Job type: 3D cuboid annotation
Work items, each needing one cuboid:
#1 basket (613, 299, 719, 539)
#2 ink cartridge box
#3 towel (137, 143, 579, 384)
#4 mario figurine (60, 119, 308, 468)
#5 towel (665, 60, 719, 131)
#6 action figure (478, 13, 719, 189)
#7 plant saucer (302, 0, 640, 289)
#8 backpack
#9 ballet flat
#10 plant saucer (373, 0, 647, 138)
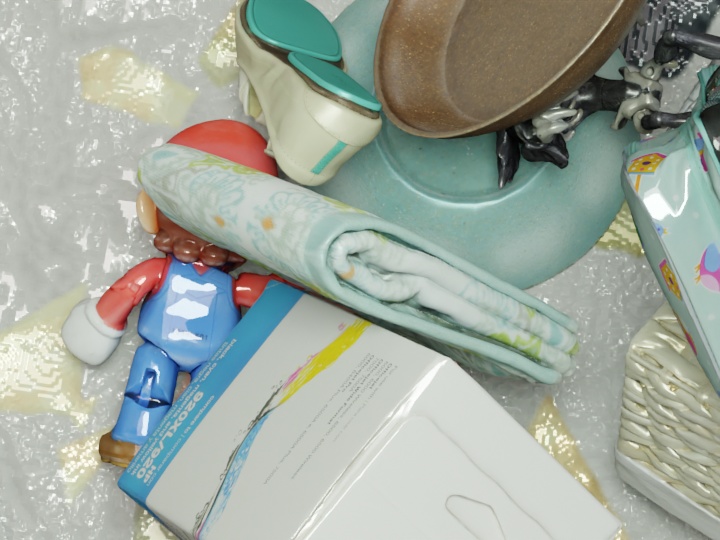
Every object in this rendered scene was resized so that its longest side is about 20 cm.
[{"bbox_3d":[0.243,0.078,1.430,0.200,0.124,0.136,31,64,28],"label":"basket"},{"bbox_3d":[0.001,0.119,1.406,0.147,0.200,0.145,43,80,-26],"label":"ink cartridge box"},{"bbox_3d":[0.000,0.000,1.424,0.171,0.200,0.048,20,84,49],"label":"towel"},{"bbox_3d":[-0.088,0.015,1.531,0.123,0.106,0.201,13,86,-40],"label":"mario figurine"},{"bbox_3d":[0.277,-0.084,1.526,0.165,0.086,0.200,39,83,11],"label":"towel"},{"bbox_3d":[0.127,-0.107,1.466,0.199,0.102,0.119,2,67,23],"label":"action figure"},{"bbox_3d":[0.060,-0.085,1.553,0.200,0.039,0.202,0,78,1],"label":"plant saucer"},{"bbox_3d":[0.214,-0.026,1.310,0.153,0.200,0.176,-24,100,20],"label":"backpack"},{"bbox_3d":[-0.039,-0.098,1.504,0.069,0.200,0.070,-4,113,-10],"label":"ballet flat"},{"bbox_3d":[0.090,-0.146,1.430,0.037,0.200,0.201,37,78,-33],"label":"plant saucer"}]
